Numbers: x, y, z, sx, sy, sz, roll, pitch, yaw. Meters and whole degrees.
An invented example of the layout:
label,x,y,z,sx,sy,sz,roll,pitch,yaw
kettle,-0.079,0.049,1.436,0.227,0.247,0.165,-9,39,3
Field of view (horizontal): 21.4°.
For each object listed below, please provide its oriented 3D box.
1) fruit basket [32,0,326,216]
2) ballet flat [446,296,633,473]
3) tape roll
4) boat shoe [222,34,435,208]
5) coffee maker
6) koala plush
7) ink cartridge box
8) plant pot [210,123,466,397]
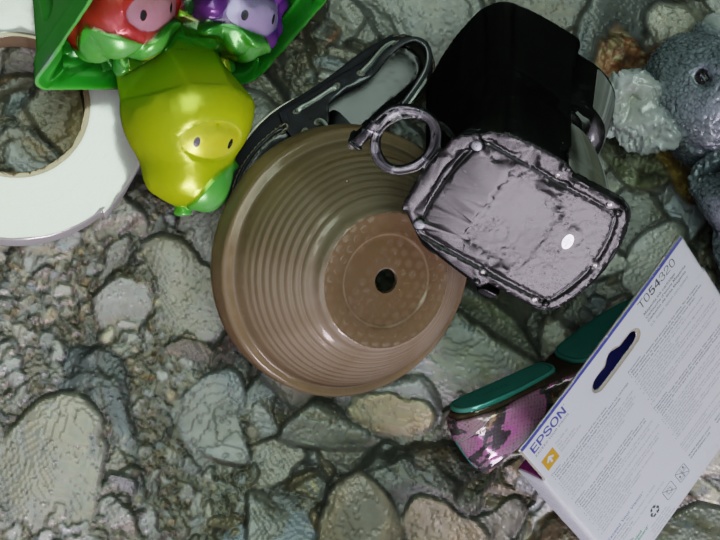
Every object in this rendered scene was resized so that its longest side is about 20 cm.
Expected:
label,x,y,z,sx,sy,sz,roll,pitch,yaw
fruit basket,-0.123,-0.153,1.351,0.215,0.155,0.217,19,50,-25
ballet flat,0.159,0.089,1.440,0.199,0.069,0.071,-29,107,-13
tape roll,-0.253,-0.118,1.402,0.201,0.037,0.204,1,83,-10
boat shoe,-0.024,-0.109,1.427,0.200,0.063,0.073,-40,91,-12
coffee maker,0.098,-0.101,1.340,0.134,0.200,0.192,-30,117,21
koala plush,0.286,-0.101,1.446,0.177,0.184,0.200,-37,73,-29
ink cartridge box,0.202,0.097,1.399,0.197,0.043,0.200,-51,133,-11
plant pot,0.000,0.000,1.372,0.200,0.093,0.202,-6,104,-23
